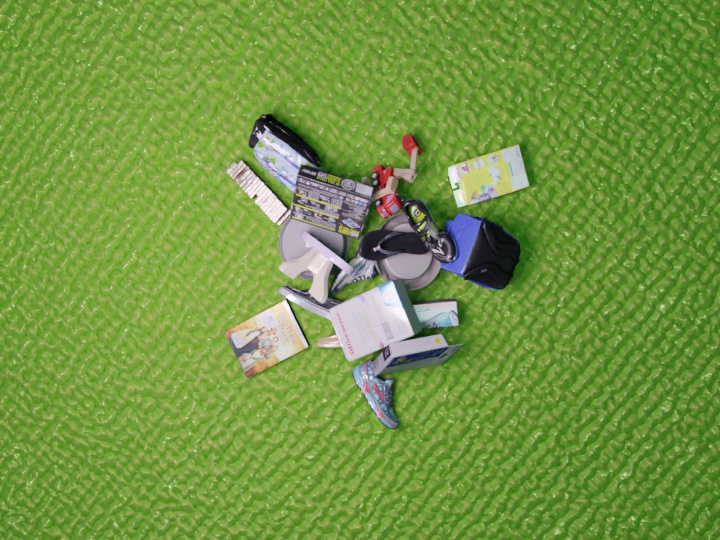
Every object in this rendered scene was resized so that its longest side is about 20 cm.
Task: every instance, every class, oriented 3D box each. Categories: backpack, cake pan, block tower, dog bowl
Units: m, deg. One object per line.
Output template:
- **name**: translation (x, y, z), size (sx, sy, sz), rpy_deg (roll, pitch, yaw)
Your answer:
- **backpack**: translation (-0.193, -0.301, 1.680), size (0.197, 0.163, 0.156), rpy_deg (23, 104, -6)
- **backpack**: translation (0.309, -0.052, 1.660), size (0.197, 0.167, 0.165), rpy_deg (19, 99, -36)
- **cake pan**: translation (-0.129, -0.074, 1.744), size (0.195, 0.037, 0.205), rpy_deg (0, 94, 3)
- **block tower**: translation (-0.273, -0.213, 1.731), size (0.054, 0.058, 0.200), rpy_deg (-44, 92, 6)
- **dog bowl**: translation (0.120, -0.051, 1.694), size (0.196, 0.059, 0.205), rpy_deg (0, 90, -19)

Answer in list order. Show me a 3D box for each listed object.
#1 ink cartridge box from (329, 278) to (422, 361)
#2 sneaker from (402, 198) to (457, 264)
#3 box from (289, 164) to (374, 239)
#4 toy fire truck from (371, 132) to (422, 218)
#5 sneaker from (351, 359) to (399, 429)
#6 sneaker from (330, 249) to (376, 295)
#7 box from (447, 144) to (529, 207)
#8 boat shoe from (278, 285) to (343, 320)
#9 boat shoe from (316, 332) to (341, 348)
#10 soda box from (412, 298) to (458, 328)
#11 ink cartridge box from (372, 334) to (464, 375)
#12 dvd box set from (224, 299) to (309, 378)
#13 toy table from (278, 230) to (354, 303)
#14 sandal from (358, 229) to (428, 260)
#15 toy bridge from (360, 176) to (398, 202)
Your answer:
- **ink cartridge box**: translation (0.037, 0.127, 1.639), size (0.197, 0.084, 0.147), rpy_deg (-25, 84, 21)
- **sneaker**: translation (0.167, -0.096, 1.602), size (0.071, 0.082, 0.201), rpy_deg (-44, 69, 27)
- **box**: translation (-0.076, -0.173, 1.642), size (0.196, 0.161, 0.045), rpy_deg (17, 51, -2)
- **toy fire truck**: translation (0.099, -0.246, 1.672), size (0.139, 0.049, 0.204), rpy_deg (-23, 53, 25)
- **sneaker**: translation (0.060, 0.337, 1.747), size (0.095, 0.079, 0.202), rpy_deg (-33, 92, 3)
- **sneaker**: translation (0.000, 0.000, 1.726), size (0.085, 0.077, 0.200), rpy_deg (43, 96, -5)
- **box**: translation (0.336, -0.247, 1.702), size (0.196, 0.048, 0.120), rpy_deg (-16, 94, 2)
- **boat shoe**: translation (-0.125, 0.077, 1.747), size (0.197, 0.072, 0.072), rpy_deg (25, 87, -9)
- **boat shoe**: translation (-0.027, 0.169, 1.746), size (0.195, 0.071, 0.066), rpy_deg (-10, 89, -6)
- **soda box**: translation (0.163, 0.120, 1.731), size (0.195, 0.064, 0.070), rpy_deg (-5, 94, 4)
- **ink cartridge box**: translation (0.145, 0.217, 1.664), size (0.196, 0.198, 0.048), rpy_deg (-10, 69, -16)
- **dvd box set**: translation (-0.258, 0.189, 1.775), size (0.197, 0.029, 0.149), rpy_deg (-26, 93, 5)
- **toy table**: translation (-0.116, -0.008, 1.639), size (0.183, 0.200, 0.118), rpy_deg (38, 90, -36)
- **sandal**: translation (0.088, -0.070, 1.630), size (0.196, 0.043, 0.078), rpy_deg (-8, 93, -18)
- **toy bridge**: translation (0.007, -0.209, 1.670), size (0.197, 0.027, 0.069), rpy_deg (6, 72, 40)
